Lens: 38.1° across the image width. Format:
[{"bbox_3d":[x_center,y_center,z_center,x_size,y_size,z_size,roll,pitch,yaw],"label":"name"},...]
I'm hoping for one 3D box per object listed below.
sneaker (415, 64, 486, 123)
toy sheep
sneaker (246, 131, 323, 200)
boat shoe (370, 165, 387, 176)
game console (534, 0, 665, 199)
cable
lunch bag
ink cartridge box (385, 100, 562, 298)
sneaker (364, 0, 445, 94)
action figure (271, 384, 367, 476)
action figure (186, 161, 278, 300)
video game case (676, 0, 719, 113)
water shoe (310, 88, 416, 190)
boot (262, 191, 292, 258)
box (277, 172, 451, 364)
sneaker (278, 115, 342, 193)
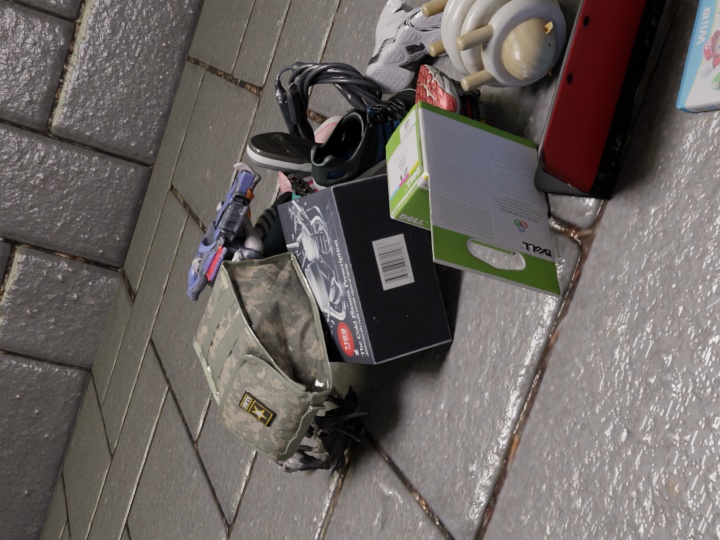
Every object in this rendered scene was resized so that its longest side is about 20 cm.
[{"bbox_3d":[0.101,-0.186,1.158,0.200,0.081,0.079,-68,-18,-79],"label":"sneaker"},{"bbox_3d":[0.143,-0.259,1.103,0.138,0.137,0.200,-62,37,28],"label":"toy sheep"},{"bbox_3d":[-0.079,-0.115,1.406,0.084,0.199,0.121,54,128,42],"label":"sneaker"},{"bbox_3d":[0.026,-0.107,1.367,0.072,0.068,0.202,-29,50,60],"label":"boat shoe"},{"bbox_3d":[0.191,-0.178,0.953,0.172,0.118,0.202,19,93,68],"label":"game console"},{"bbox_3d":[-0.029,-0.205,1.467,0.162,0.201,0.051,-2,35,27],"label":"cable"},{"bbox_3d":[-0.111,0.110,1.235,0.201,0.117,0.164,64,147,28],"label":"lunch bag"},{"bbox_3d":[0.108,-0.054,1.031,0.076,0.147,0.201,-50,33,45],"label":"ink cartridge box"},{"bbox_3d":[0.075,-0.329,1.385,0.200,0.075,0.116,-37,38,49],"label":"sneaker"},{"bbox_3d":[-0.066,0.207,1.341,0.200,0.101,0.120,143,139,-61],"label":"action figure"},{"bbox_3d":[-0.145,-0.053,1.335,0.201,0.104,0.194,-57,22,36],"label":"action figure"},{"bbox_3d":[0.323,-0.199,0.784,0.200,0.018,0.144,6,82,68],"label":"video game case"},{"bbox_3d":[0.016,-0.176,1.329,0.200,0.071,0.079,-47,-29,-22],"label":"water shoe"},{"bbox_3d":[-0.070,-0.013,1.450,0.077,0.167,0.201,88,-155,-48],"label":"boot"},{"bbox_3d":[0.000,0.000,1.212,0.182,0.103,0.202,-9,95,67],"label":"box"},{"bbox_3d":[-0.074,-0.145,1.620,0.200,0.075,0.105,-41,34,47],"label":"sneaker"}]
